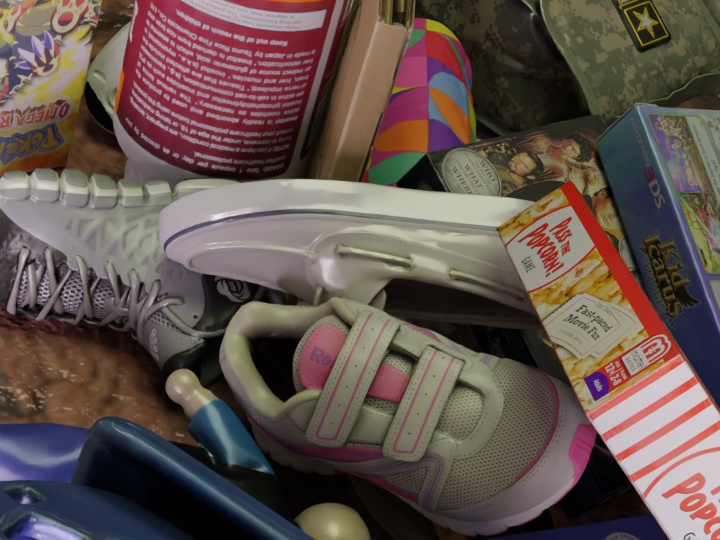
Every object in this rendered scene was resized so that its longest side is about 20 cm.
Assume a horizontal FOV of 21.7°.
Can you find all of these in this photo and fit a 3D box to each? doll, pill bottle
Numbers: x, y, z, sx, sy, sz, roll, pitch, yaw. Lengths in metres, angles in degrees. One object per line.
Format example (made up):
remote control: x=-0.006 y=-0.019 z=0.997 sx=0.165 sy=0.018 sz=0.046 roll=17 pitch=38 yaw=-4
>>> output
doll: x=-0.090 y=0.106 z=0.841 sx=0.199 sy=0.049 sz=0.137 roll=12 pitch=56 yaw=-13
pill bottle: x=-0.072 y=-0.112 z=1.020 sx=0.112 sy=0.201 sz=0.113 roll=12 pitch=35 yaw=-8

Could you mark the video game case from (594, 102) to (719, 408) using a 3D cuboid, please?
video game case: x=0.237 y=0.007 z=1.035 sx=0.181 sy=0.045 sz=0.201 roll=0 pitch=63 yaw=-34

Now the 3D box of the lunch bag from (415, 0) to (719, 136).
lunch bag: x=0.131 y=-0.163 z=1.250 sx=0.200 sy=0.118 sz=0.164 roll=36 pitch=40 yaw=27

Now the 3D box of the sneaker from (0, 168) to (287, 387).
sneaker: x=-0.126 y=0.011 z=0.943 sx=0.199 sy=0.075 sz=0.116 roll=-6 pitch=51 yaw=-22

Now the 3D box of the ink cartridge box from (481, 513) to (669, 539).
ink cartridge box: x=0.107 y=0.189 z=0.796 sx=0.196 sy=0.043 sz=0.201 roll=-5 pitch=56 yaw=-28

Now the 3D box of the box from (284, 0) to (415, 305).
box: x=-0.007 y=-0.086 z=1.014 sx=0.021 sy=0.201 sz=0.164 roll=14 pitch=34 yaw=-7

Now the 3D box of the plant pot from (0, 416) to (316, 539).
plant pot: x=-0.081 y=0.179 z=0.633 sx=0.200 sy=0.201 sz=0.180 roll=31 pitch=30 yaw=17

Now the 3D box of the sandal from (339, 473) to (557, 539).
sandal: x=0.060 y=0.120 z=0.890 sx=0.080 sy=0.054 sz=0.200 roll=-8 pitch=43 yaw=-33

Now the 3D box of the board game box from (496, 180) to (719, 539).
board game box: x=0.132 y=0.063 z=0.828 sx=0.152 sy=0.046 sz=0.200 roll=55 pitch=8 yaw=-22

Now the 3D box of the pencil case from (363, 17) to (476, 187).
pencil case: x=0.029 y=-0.070 z=1.116 sx=0.088 sy=0.089 sz=0.200 roll=13 pitch=33 yaw=-7

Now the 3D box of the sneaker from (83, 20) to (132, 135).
sneaker: x=-0.080 y=-0.139 z=1.178 sx=0.200 sy=0.146 sz=0.081 roll=-32 pitch=92 yaw=-7

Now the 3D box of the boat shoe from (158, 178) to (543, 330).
boat shoe: x=0.000 y=0.000 z=0.923 sx=0.199 sy=0.072 sz=0.066 roll=4 pitch=69 yaw=-10

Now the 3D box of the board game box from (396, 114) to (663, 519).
board game box: x=0.120 y=0.018 z=1.005 sx=0.135 sy=0.035 sz=0.201 roll=-16 pitch=72 yaw=-39

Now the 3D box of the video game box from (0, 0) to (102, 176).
video game box: x=-0.231 y=-0.122 z=0.980 sx=0.199 sy=0.183 sz=0.047 roll=-14 pitch=49 yaw=-37

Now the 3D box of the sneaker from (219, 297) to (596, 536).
sneaker: x=0.011 y=0.062 z=0.858 sx=0.199 sy=0.088 sz=0.082 roll=7 pitch=66 yaw=35
